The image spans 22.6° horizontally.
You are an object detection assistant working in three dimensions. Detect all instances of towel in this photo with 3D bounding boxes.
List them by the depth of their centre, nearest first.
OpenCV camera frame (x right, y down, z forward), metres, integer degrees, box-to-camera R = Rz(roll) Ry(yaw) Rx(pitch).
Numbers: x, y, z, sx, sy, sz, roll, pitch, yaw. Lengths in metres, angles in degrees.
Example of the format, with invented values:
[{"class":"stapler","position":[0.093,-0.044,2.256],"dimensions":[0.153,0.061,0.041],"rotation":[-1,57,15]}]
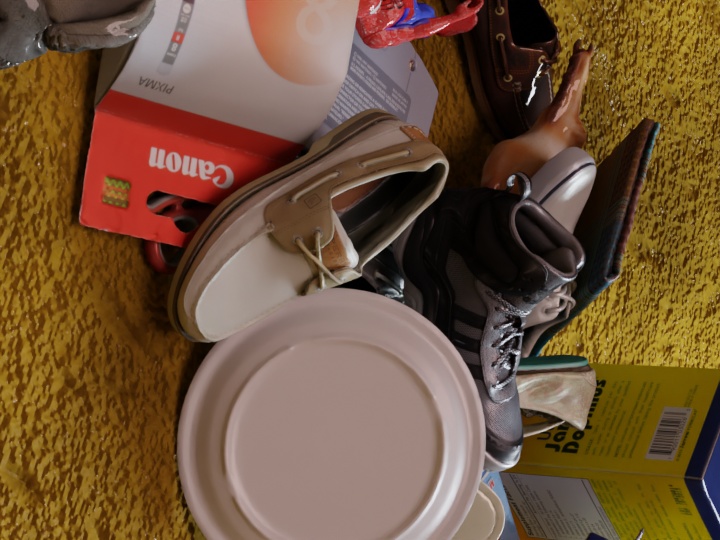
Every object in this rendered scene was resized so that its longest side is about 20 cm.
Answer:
[{"class":"towel","position":[0.178,-0.020,1.420],"dimensions":[0.022,0.200,0.147],"rotation":[21,67,-7]}]

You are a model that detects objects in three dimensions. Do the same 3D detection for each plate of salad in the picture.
[{"class":"plate of salad","position":[-0.019,0.110,1.160],"dimensions":[0.048,0.199,0.201],"rotation":[-155,-118,-80]}]

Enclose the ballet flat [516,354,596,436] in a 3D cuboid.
[{"class":"ballet flat","position":[0.081,0.092,1.297],"dimensions":[0.199,0.067,0.063],"rotation":[2,96,-19]}]

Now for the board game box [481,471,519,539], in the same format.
[{"class":"board game box","position":[0.047,0.237,1.322],"dimensions":[0.200,0.056,0.196],"rotation":[-46,127,-44]}]

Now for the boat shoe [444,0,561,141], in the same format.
[{"class":"boat shoe","position":[0.119,-0.179,1.409],"dimensions":[0.070,0.070,0.200],"rotation":[-61,138,-40]}]

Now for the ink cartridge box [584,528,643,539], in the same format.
[{"class":"ink cartridge box","position":[0.136,0.298,1.362],"dimensions":[0.198,0.047,0.200],"rotation":[-53,161,-26]}]

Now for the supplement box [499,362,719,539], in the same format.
[{"class":"supplement box","position":[0.209,0.148,1.429],"dimensions":[0.109,0.200,0.110],"rotation":[60,45,-37]}]

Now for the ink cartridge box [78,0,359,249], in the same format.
[{"class":"ink cartridge box","position":[-0.082,-0.112,1.097],"dimensions":[0.162,0.050,0.201],"rotation":[13,81,-43]}]

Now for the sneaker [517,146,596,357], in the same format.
[{"class":"sneaker","position":[0.133,0.004,1.349],"dimensions":[0.073,0.071,0.200],"rotation":[-11,133,-53]}]

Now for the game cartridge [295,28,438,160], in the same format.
[{"class":"game cartridge","position":[-0.016,-0.128,1.243],"dimensions":[0.200,0.040,0.134],"rotation":[39,63,-49]}]

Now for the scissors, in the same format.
[{"class":"scissors","position":[-0.080,-0.054,1.169],"dimensions":[0.200,0.014,0.073],"rotation":[-26,111,-51]}]

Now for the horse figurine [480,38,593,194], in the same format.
[{"class":"horse figurine","position":[0.127,-0.073,1.391],"dimensions":[0.200,0.050,0.133],"rotation":[-42,153,-36]}]

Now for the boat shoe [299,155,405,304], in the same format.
[{"class":"boat shoe","position":[0.000,0.000,1.248],"dimensions":[0.200,0.072,0.071],"rotation":[43,67,-42]}]

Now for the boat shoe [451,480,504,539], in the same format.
[{"class":"boat shoe","position":[0.010,0.117,1.221],"dimensions":[0.202,0.060,0.072],"rotation":[41,89,-10]}]

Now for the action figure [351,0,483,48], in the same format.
[{"class":"action figure","position":[0.052,-0.195,1.233],"dimensions":[0.065,0.099,0.200],"rotation":[66,25,-1]}]

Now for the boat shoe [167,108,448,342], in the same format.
[{"class":"boat shoe","position":[-0.031,-0.024,1.114],"dimensions":[0.200,0.068,0.075],"rotation":[-43,133,-16]}]

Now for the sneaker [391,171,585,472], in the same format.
[{"class":"sneaker","position":[0.096,0.034,1.197],"dimensions":[0.075,0.114,0.201],"rotation":[-20,95,-54]}]

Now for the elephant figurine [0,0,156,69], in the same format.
[{"class":"elephant figurine","position":[-0.179,-0.165,0.952],"dimensions":[0.142,0.155,0.201],"rotation":[-168,-89,-82]}]
